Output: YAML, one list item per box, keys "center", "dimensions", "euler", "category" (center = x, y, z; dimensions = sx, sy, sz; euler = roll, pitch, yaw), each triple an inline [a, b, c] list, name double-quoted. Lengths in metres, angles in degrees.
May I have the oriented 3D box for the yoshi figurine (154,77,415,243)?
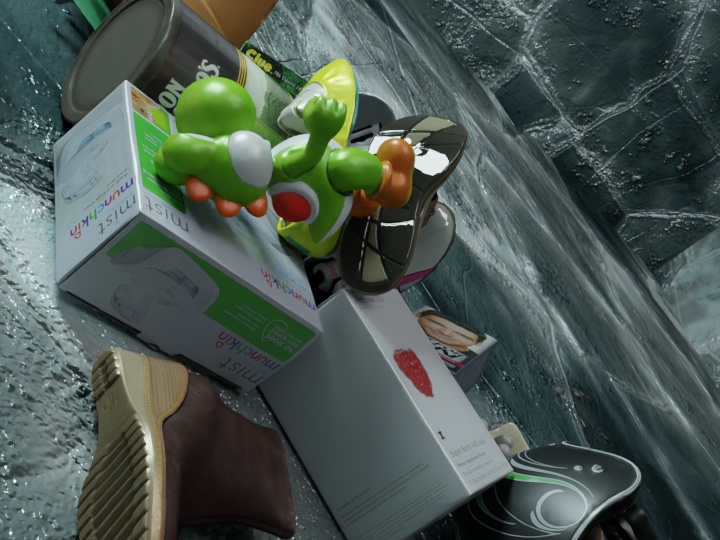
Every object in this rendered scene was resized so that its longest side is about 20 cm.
- center: [-0.062, -0.099, 0.789]
  dimensions: [0.200, 0.112, 0.112]
  euler: [5, 31, -32]
  category: "yoshi figurine"

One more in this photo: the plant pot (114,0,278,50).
- center: [-0.175, -0.304, 1.056]
  dimensions: [0.200, 0.140, 0.200]
  euler: [46, -12, 12]
  category: "plant pot"

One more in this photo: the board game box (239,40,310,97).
- center: [-0.085, -0.191, 1.080]
  dimensions: [0.105, 0.023, 0.200]
  euler: [34, -3, -8]
  category: "board game box"

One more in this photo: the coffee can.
- center: [-0.151, -0.144, 0.940]
  dimensions: [0.200, 0.146, 0.146]
  euler: [36, 25, -39]
  category: "coffee can"

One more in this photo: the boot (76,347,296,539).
- center: [-0.099, 0.145, 0.664]
  dimensions: [0.166, 0.072, 0.200]
  euler: [36, 22, -34]
  category: "boot"

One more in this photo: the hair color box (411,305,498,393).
- center: [0.074, 0.096, 1.104]
  dimensions: [0.099, 0.061, 0.200]
  euler: [26, 13, 15]
  category: "hair color box"

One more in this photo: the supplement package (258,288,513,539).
- center: [0.018, 0.128, 0.885]
  dimensions: [0.200, 0.120, 0.121]
  euler: [57, 21, 15]
  category: "supplement package"

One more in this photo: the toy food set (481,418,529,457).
- center: [0.157, 0.222, 1.128]
  dimensions: [0.200, 0.060, 0.144]
  euler: [23, 35, -54]
  category: "toy food set"

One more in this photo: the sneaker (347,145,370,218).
- center: [0.000, -0.062, 1.025]
  dimensions: [0.200, 0.115, 0.074]
  euler: [96, -9, -55]
  category: "sneaker"

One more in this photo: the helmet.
- center: [0.180, 0.254, 0.926]
  dimensions: [0.200, 0.200, 0.191]
  euler: [44, -18, -22]
  category: "helmet"

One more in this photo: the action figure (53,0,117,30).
- center: [-0.223, -0.205, 1.026]
  dimensions: [0.200, 0.055, 0.118]
  euler: [51, 17, -15]
  category: "action figure"

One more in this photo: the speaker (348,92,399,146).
- center: [0.018, -0.131, 1.111]
  dimensions: [0.081, 0.081, 0.200]
  euler: [56, 7, 11]
  category: "speaker"

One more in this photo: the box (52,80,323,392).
- center: [-0.144, -0.024, 0.827]
  dimensions: [0.200, 0.097, 0.177]
  euler: [38, 22, -39]
  category: "box"

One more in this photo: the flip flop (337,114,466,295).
- center: [0.036, -0.059, 0.898]
  dimensions: [0.058, 0.081, 0.200]
  euler: [81, 27, -60]
  category: "flip flop"

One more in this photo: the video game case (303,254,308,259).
- center: [-0.034, -0.078, 1.139]
  dimensions: [0.200, 0.036, 0.181]
  euler: [16, 44, -60]
  category: "video game case"

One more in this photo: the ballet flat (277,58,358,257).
- center: [-0.043, -0.110, 0.896]
  dimensions: [0.067, 0.067, 0.200]
  euler: [18, 65, -35]
  category: "ballet flat"

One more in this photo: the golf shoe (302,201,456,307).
- center: [0.000, 0.000, 0.951]
  dimensions: [0.073, 0.200, 0.092]
  euler: [61, 19, 7]
  category: "golf shoe"
